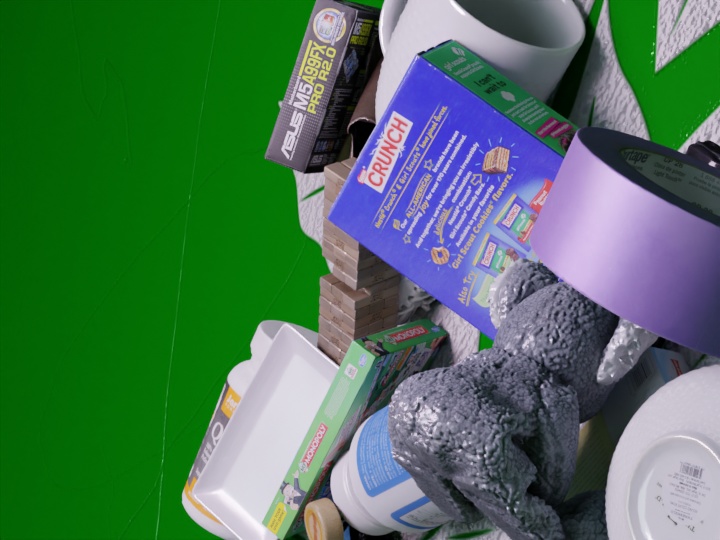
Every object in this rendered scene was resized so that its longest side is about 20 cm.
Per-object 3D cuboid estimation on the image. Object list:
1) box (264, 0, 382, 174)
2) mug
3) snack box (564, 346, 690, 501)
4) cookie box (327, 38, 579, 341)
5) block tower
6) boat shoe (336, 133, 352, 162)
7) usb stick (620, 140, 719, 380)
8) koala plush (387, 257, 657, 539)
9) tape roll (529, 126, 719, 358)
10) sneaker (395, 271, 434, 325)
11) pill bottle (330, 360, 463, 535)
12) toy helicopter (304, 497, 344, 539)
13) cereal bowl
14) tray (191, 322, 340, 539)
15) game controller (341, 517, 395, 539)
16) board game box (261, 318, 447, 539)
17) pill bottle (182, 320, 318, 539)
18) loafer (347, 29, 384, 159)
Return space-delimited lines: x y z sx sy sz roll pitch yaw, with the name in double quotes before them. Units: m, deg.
"box" -0.019 -0.176 1.909 0.200 0.044 0.161 -17 -54 -73
"mug" 0.080 -0.189 1.746 0.200 0.147 0.176 58 133 33
"snack box" 0.194 0.168 1.510 0.200 0.037 0.117 -54 35 33
"cookie box" 0.100 -0.061 1.625 0.200 0.075 0.172 37 118 12
"block tower" 0.000 0.000 1.788 0.058 0.054 0.201 36 134 41
"boat shoe" 0.044 -0.158 1.906 0.072 0.072 0.201 23 88 31
"usb stick" 0.235 -0.003 1.520 0.055 0.032 0.201 41 113 51
"koala plush" 0.130 0.087 1.471 0.177 0.184 0.200 23 71 45
"tape roll" 0.223 -0.018 1.373 0.085 0.199 0.200 -65 30 16
"sneaker" 0.050 0.002 1.826 0.200 0.074 0.088 -21 77 59
"pill bottle" 0.059 0.156 1.678 0.200 0.112 0.113 -34 49 49
"toy helicopter" -0.013 0.298 1.735 0.132 0.078 0.201 148 108 -68
"cereal bowl" 0.239 0.160 1.345 0.200 0.083 0.201 -10 77 48
"tray" -0.075 0.159 1.849 0.107 0.022 0.201 39 110 29
"game controller" -0.026 0.296 1.840 0.200 0.042 0.105 -57 34 30
"board game box" -0.005 0.141 1.786 0.029 0.134 0.201 36 113 22
"pill bottle" -0.090 0.158 1.939 0.116 0.116 0.201 44 117 58
"loafer" 0.028 -0.139 1.834 0.073 0.071 0.201 4 83 25
